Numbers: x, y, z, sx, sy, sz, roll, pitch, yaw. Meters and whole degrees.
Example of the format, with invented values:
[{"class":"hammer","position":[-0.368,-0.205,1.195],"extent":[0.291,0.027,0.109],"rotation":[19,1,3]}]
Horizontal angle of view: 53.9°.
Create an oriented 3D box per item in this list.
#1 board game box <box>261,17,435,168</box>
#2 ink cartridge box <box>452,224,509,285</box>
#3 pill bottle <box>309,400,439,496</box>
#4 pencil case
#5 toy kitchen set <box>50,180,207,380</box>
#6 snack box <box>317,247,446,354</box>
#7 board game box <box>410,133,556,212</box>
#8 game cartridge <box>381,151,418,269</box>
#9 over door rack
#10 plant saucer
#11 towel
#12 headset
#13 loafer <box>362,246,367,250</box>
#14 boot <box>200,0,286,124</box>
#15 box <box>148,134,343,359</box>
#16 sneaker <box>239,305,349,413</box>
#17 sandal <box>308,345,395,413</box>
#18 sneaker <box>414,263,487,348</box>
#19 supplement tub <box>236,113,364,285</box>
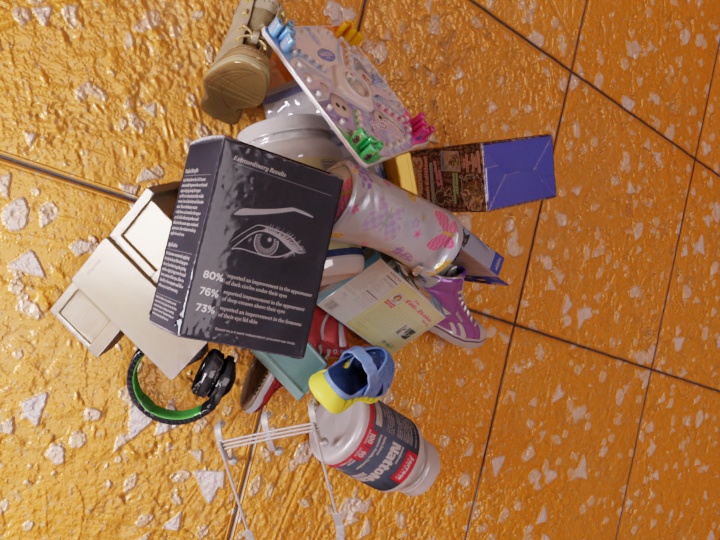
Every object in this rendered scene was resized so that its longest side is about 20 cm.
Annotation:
[{"class":"board game box","position":[-0.004,-0.230,0.878],"extent":[0.201,0.026,0.199],"rotation":[53,32,3]},{"class":"ink cartridge box","position":[0.147,-0.037,1.150],"extent":[0.199,0.119,0.042],"rotation":[35,72,-32]},{"class":"pill bottle","position":[0.029,0.271,1.092],"extent":[0.199,0.119,0.121],"rotation":[36,74,-33]},{"class":"pencil case","position":[0.033,-0.058,0.850],"extent":[0.198,0.083,0.092],"rotation":[21,105,-39]},{"class":"toy kitchen set","position":[-0.226,0.018,0.878],"extent":[0.163,0.180,0.200],"rotation":[45,106,-1]},{"class":"snack box","position":[0.032,0.049,1.050],"extent":[0.115,0.037,0.200],"rotation":[-35,137,14]},{"class":"board game box","position":[0.179,-0.150,1.112],"extent":[0.158,0.199,0.099],"rotation":[-13,101,-35]},{"class":"game cartridge","position":[0.045,-0.102,1.023],"extent":[0.032,0.200,0.179],"rotation":[-15,104,-13]},{"class":"over door rack","position":[-0.110,0.288,0.983],"extent":[0.145,0.067,0.204],"rotation":[-11,100,2]},{"class":"plant saucer","position":[-0.123,0.083,0.951],"extent":[0.200,0.019,0.070],"rotation":[49,64,-17]},{"class":"towel","position":[-0.049,-0.173,0.975],"extent":[0.024,0.145,0.203],"rotation":[-29,102,-71]},{"class":"headset","position":[-0.205,0.117,0.893],"extent":[0.199,0.094,0.124],"rotation":[-40,108,4]},{"class":"loafer","position":[0.000,0.000,1.055],"extent":[0.070,0.075,0.200],"rotation":[-51,137,-12]},{"class":"boot","position":[-0.136,-0.277,0.875],"extent":[0.072,0.200,0.158],"rotation":[23,79,-16]},{"class":"box","position":[-0.120,-0.023,0.749],"extent":[0.146,0.104,0.204],"rotation":[16,86,-33]},{"class":"sneaker","position":[-0.088,0.131,1.025],"extent":[0.112,0.071,0.202],"rotation":[38,71,-29]},{"class":"sandal","position":[0.010,0.140,0.993],"extent":[0.080,0.087,0.200],"rotation":[50,19,10]},{"class":"sneaker","position":[0.162,0.056,1.172],"extent":[0.199,0.073,0.115],"rotation":[24,111,-36]},{"class":"supplement tub","position":[-0.081,-0.082,0.905],"extent":[0.143,0.144,0.204],"rotation":[-8,84,-35]}]
